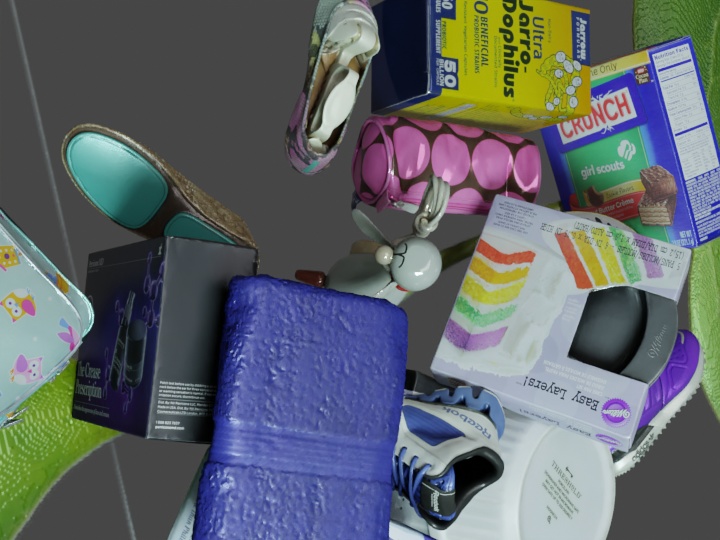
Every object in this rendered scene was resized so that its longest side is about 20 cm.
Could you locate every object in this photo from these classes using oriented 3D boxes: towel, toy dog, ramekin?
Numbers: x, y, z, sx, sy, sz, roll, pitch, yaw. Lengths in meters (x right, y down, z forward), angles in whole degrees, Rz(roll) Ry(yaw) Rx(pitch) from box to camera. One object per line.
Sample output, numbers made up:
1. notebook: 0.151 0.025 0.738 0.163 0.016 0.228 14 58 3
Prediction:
1. towel: -0.041 0.112 0.739 0.146 0.049 0.203 13 78 -29
2. toy dog: 0.000 0.000 0.943 0.095 0.201 0.133 15 54 -12
3. ramekin: 0.161 0.212 1.012 0.200 0.093 0.206 -2 93 -43

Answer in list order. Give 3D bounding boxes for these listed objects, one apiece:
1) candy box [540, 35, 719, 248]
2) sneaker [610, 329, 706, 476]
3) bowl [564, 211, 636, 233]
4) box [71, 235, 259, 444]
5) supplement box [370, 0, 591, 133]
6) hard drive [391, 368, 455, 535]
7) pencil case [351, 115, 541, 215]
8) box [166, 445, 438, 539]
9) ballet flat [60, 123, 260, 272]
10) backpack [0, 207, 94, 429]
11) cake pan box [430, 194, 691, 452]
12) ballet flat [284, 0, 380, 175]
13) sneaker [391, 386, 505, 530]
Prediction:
1. candy box: 0.281 -0.121 1.106 0.076 0.168 0.203 -20 97 -34
2. sneaker: 0.300 0.121 1.162 0.100 0.069 0.200 50 65 -16
3. bowl: 0.218 0.051 1.049 0.197 0.094 0.204 -1 107 -3
4. box: -0.157 0.054 0.823 0.078 0.199 0.144 11 81 -29
5. supplement box: 0.120 -0.207 1.051 0.197 0.109 0.111 2 87 -31
6. hard drive: 0.092 0.191 1.032 0.199 0.033 0.142 26 73 -41
7. pencil case: 0.088 -0.093 1.040 0.197 0.091 0.094 1 49 -28
8. box: -0.048 0.224 0.847 0.198 0.184 0.106 24 79 -2
9. ballet flat: -0.169 -0.059 0.905 0.070 0.066 0.200 -41 116 14
10. backpack: -0.311 0.047 0.765 0.200 0.153 0.176 -46 114 -17
11. cake pan box: 0.185 0.044 0.963 0.186 0.198 0.052 -66 160 -13
12. ballet flat: -0.019 -0.186 0.991 0.068 0.071 0.203 22 76 -26
13. sneaker: 0.035 0.154 0.888 0.196 0.116 0.082 -2 118 -5
